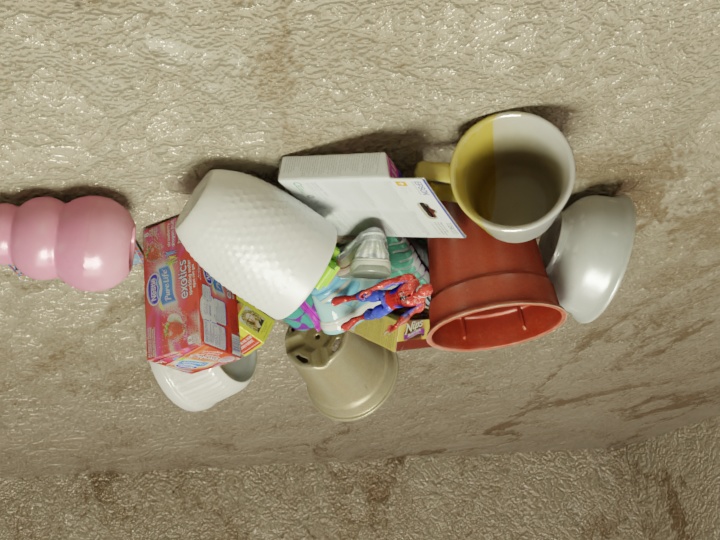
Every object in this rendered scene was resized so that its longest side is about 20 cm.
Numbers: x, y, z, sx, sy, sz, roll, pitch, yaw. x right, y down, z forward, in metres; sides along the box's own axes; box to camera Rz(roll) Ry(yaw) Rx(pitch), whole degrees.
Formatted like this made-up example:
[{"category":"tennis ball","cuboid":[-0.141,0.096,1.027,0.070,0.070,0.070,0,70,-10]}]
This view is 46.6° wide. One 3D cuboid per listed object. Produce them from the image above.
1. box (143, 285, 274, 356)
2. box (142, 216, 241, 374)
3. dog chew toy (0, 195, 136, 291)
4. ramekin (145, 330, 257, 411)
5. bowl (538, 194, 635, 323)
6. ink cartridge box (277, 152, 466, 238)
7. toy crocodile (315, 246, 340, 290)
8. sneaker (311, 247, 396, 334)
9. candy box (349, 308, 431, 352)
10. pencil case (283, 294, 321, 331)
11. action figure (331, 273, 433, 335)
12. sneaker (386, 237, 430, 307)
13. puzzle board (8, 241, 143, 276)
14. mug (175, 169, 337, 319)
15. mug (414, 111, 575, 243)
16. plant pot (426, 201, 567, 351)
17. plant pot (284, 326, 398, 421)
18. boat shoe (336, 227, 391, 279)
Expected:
[{"category":"box","cuboid":[-0.237,0.053,1.315,0.199,0.050,0.075,37,141,-18]},{"category":"box","cuboid":[-0.240,0.033,1.182,0.095,0.202,0.100,-18,156,21]},{"category":"dog chew toy","cuboid":[-0.396,-0.040,1.079,0.198,0.126,0.125,6,156,-9]},{"category":"ramekin","cuboid":[-0.261,0.130,1.419,0.104,0.202,0.200,-20,155,20]},{"category":"bowl","cuboid":[0.320,-0.029,1.241,0.090,0.203,0.201,16,155,-6]},{"category":"ink cartridge box","cuboid":[0.022,-0.095,1.095,0.198,0.044,0.196,1,161,23]},{"category":"toy crocodile","cuboid":[-0.060,-0.014,1.194,0.062,0.068,0.200,34,-175,-16]},{"category":"sneaker","cuboid":[0.000,0.000,1.344,0.199,0.131,0.079,-35,-160,-23]},{"category":"candy box","cuboid":[0.043,0.082,1.427,0.116,0.057,0.199,-1,-165,-37]},{"category":"pencil case","cuboid":[-0.118,0.037,1.374,0.085,0.092,0.200,-48,157,-5]},{"category":"action figure","cuboid":[0.018,0.054,1.197,0.099,0.066,0.199,-27,-175,-43]},{"category":"sneaker","cuboid":[0.072,-0.031,1.312,0.074,0.088,0.200,-9,136,31]},{"category":"puzzle board","cuboid":[-0.428,-0.030,1.222,0.198,0.018,0.151,-6,158,-2]},{"category":"mug","cuboid":[-0.150,-0.047,1.099,0.175,0.148,0.200,34,175,-20]},{"category":"mug","cuboid":[0.183,-0.115,1.070,0.150,0.186,0.153,-51,162,-1]},{"category":"plant pot","cuboid":[0.180,-0.007,1.208,0.199,0.197,0.201,-6,158,-3]},{"category":"plant pot","cuboid":[-0.048,0.162,1.602,0.199,0.202,0.184,-13,146,17]},{"category":"boat shoe","cuboid":[0.006,-0.021,1.197,0.074,0.065,0.202,3,178,-5]}]
